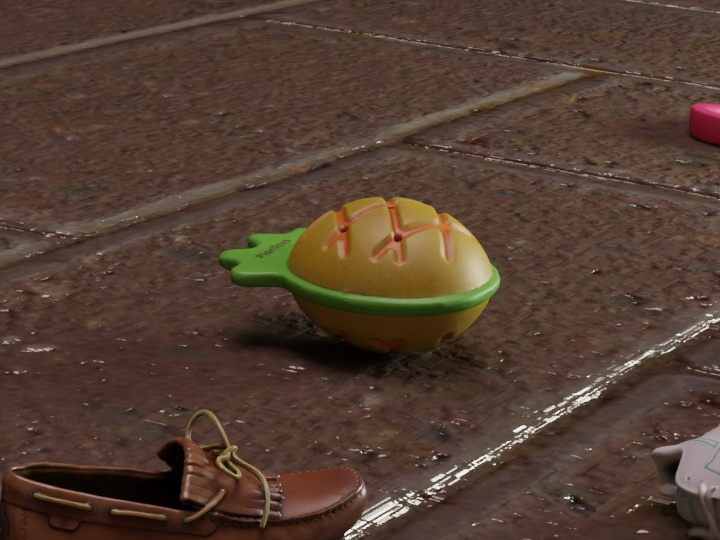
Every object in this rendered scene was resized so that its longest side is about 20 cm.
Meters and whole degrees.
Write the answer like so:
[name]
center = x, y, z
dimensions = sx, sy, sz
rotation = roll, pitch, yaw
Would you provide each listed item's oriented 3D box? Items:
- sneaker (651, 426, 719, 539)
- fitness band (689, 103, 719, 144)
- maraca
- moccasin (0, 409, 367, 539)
[sneaker]
center = 0.223, 0.135, 1.315
dimensions = 0.080, 0.070, 0.200
rotation = -9, 12, -9
[fitness band]
center = 0.434, -0.146, 2.401
dimensions = 0.200, 0.037, 0.144
rotation = 11, 20, 30
[maraca]
center = 0.000, 0.000, 1.658
dimensions = 0.200, 0.107, 0.137
rotation = 9, 18, 23
[moccasin]
center = -0.094, 0.121, 1.264
dimensions = 0.201, 0.078, 0.074
rotation = -1, 16, -13
